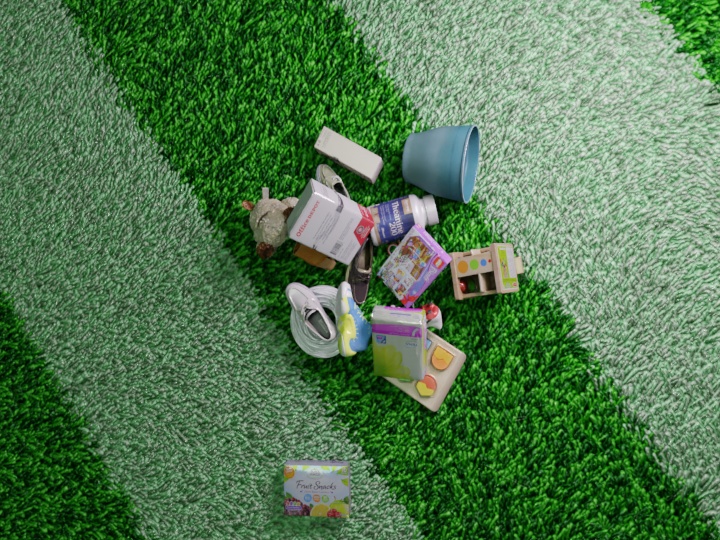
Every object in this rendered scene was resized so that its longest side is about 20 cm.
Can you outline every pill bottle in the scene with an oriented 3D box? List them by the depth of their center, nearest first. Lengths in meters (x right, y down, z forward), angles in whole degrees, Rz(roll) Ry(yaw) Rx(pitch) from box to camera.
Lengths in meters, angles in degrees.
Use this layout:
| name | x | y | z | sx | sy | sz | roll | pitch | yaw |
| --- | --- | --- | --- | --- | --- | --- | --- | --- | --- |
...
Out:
| name | x | y | z | sx | sy | sz | roll | pitch | yaw |
| --- | --- | --- | --- | --- | --- | --- | --- | --- | --- |
| pill bottle | 0.118 | -0.148 | 1.488 | 0.192 | 0.111 | 0.115 | -15 | 87 | 7 |

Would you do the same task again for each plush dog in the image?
| name | x | y | z | sx | sy | sz | roll | pitch | yaw |
| --- | --- | --- | --- | --- | --- | --- | --- | --- | --- |
| plush dog | -0.250 | -0.131 | 1.484 | 0.159 | 0.171 | 0.203 | 35 | 93 | -36 |

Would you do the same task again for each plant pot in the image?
| name | x | y | z | sx | sy | sz | roll | pitch | yaw |
| --- | --- | --- | --- | --- | --- | --- | --- | --- | --- |
| plant pot | 0.216 | -0.299 | 1.445 | 0.181 | 0.199 | 0.209 | 10 | 90 | 21 |

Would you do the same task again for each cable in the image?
| name | x | y | z | sx | sy | sz | roll | pitch | yaw |
| --- | --- | --- | --- | --- | --- | --- | --- | --- | --- |
| cable | -0.110 | 0.148 | 1.534 | 0.191 | 0.069 | 0.209 | 2 | 89 | 6 |

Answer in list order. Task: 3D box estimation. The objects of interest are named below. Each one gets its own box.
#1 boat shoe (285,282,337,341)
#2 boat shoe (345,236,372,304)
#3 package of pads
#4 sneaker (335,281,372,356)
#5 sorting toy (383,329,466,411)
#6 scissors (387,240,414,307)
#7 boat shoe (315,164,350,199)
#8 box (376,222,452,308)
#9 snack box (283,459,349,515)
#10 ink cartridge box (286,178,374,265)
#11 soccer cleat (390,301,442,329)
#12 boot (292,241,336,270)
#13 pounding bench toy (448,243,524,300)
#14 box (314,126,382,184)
| name | x | y | z | sx | sy | sz | roll | pitch | yaw |
| --- | --- | --- | --- | --- | --- | --- | --- | --- | --- |
| boat shoe | -0.142 | 0.118 | 1.469 | 0.071 | 0.066 | 0.202 | -37 | 86 | 4 |
| boat shoe | 0.000 | 0.000 | 1.503 | 0.071 | 0.064 | 0.209 | -7 | 103 | -31 |
| package of pads | 0.109 | 0.199 | 1.438 | 0.148 | 0.069 | 0.207 | 4 | 119 | 14 |
| sneaker | -0.015 | 0.133 | 1.465 | 0.101 | 0.076 | 0.209 | -2 | 98 | -16 |
| sorting toy | 0.179 | 0.273 | 1.508 | 0.196 | 0.036 | 0.189 | 31 | 93 | 7 |
| scissors | 0.141 | 0.000 | 1.530 | 0.071 | 0.014 | 0.206 | -24 | 85 | 7 |
| boat shoe | -0.070 | -0.236 | 1.507 | 0.063 | 0.070 | 0.204 | -55 | 51 | 44 |
| box | 0.145 | -0.010 | 1.465 | 0.137 | 0.039 | 0.201 | 46 | 127 | 10 |
| snack box | -0.125 | 0.633 | 1.532 | 0.191 | 0.053 | 0.149 | -2 | 87 | 7 |
| ink cartridge box | -0.082 | -0.127 | 1.405 | 0.195 | 0.085 | 0.146 | 24 | 115 | -29 |
| soccer cleat | 0.137 | 0.142 | 1.481 | 0.193 | 0.070 | 0.087 | -11 | 125 | 27 |
| boot | -0.097 | -0.106 | 1.503 | 0.142 | 0.071 | 0.205 | 27 | 99 | -35 |
| pounding bench toy | 0.349 | 0.005 | 1.455 | 0.152 | 0.197 | 0.130 | -12 | 84 | 38 |
| box | -0.033 | -0.333 | 1.528 | 0.196 | 0.082 | 0.070 | 31 | 92 | 8 |
